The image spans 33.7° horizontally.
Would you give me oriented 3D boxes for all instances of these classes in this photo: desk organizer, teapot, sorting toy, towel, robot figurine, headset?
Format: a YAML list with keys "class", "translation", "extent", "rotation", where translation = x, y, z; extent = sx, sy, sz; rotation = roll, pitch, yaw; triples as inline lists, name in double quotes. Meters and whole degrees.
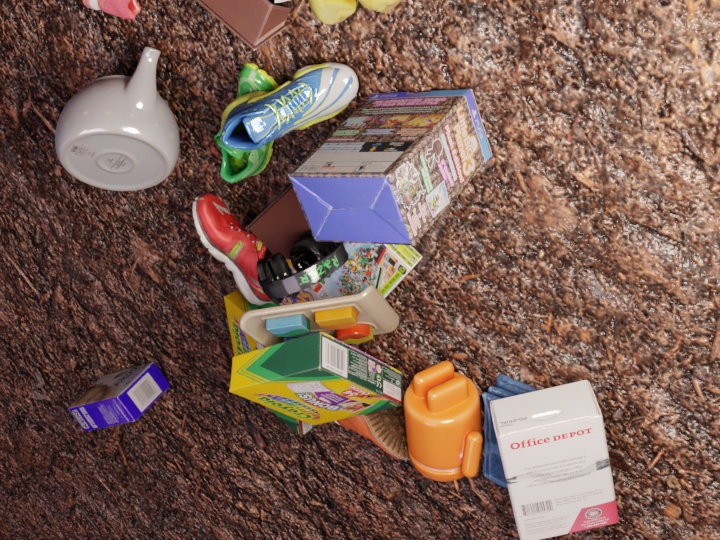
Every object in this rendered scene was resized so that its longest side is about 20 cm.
- class: "desk organizer"
  translation: [-0.177, -0.384, 1.513]
  extent: [0.200, 0.072, 0.077]
  rotation: [41, 139, 5]
- class: "teapot"
  translation: [-0.360, -0.220, 1.777]
  extent: [0.197, 0.148, 0.198]
  rotation: [-8, 151, 12]
- class: "desk organizer"
  translation: [-0.077, -0.093, 1.695]
  extent: [0.077, 0.072, 0.200]
  rotation: [46, 141, -6]
- class: "sorting toy"
  translation: [-0.054, 0.080, 1.703]
  extent: [0.197, 0.037, 0.185]
  rotation: [-13, 160, 11]
- class: "towel"
  translation: [0.232, 0.251, 1.745]
  extent: [0.111, 0.049, 0.202]
  rotation: [20, 135, 26]
- class: "robot figurine"
  translation: [0.124, 0.232, 1.768]
  extent: [0.142, 0.117, 0.202]
  rotation: [11, 132, 21]
- class: "headset"
  translation: [-0.084, 0.007, 1.659]
  extent: [0.095, 0.123, 0.200]
  rotation: [64, 162, -14]

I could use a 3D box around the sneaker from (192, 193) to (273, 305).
- class: "sneaker"
  translation: [-0.172, -0.042, 1.797]
  extent: [0.084, 0.077, 0.201]
  rotation: [-24, 112, 37]

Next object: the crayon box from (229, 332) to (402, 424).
- class: "crayon box"
  translation: [-0.064, 0.164, 1.751]
  extent: [0.171, 0.059, 0.199]
  rotation: [-18, 149, 33]

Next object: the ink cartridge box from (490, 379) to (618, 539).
- class: "ink cartridge box"
  translation: [0.269, 0.265, 1.648]
  extent: [0.143, 0.085, 0.202]
  rotation: [-13, 121, 5]

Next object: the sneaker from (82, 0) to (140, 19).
- class: "sneaker"
  translation: [-0.323, -0.427, 1.632]
  extent: [0.086, 0.074, 0.201]
  rotation: [27, 144, 0]

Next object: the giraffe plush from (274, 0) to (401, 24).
- class: "giraffe plush"
  translation: [-0.030, -0.389, 1.344]
  extent: [0.172, 0.198, 0.164]
  rotation: [-35, 70, 54]

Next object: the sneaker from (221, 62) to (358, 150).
- class: "sneaker"
  translation: [-0.097, -0.201, 1.548]
  extent: [0.198, 0.105, 0.076]
  rotation: [-20, 116, 22]

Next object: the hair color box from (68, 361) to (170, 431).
- class: "hair color box"
  translation: [-0.469, 0.245, 2.304]
  extent: [0.199, 0.109, 0.065]
  rotation: [-19, 111, 47]

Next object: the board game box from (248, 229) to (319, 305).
- class: "board game box"
  translation: [-0.110, 0.021, 1.861]
  extent: [0.200, 0.030, 0.096]
  rotation: [42, 141, -1]

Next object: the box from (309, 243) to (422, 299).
- class: "box"
  translation: [0.000, 0.000, 1.737]
  extent: [0.110, 0.035, 0.200]
  rotation: [43, 141, 2]

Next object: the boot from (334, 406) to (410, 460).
- class: "boot"
  translation: [0.013, 0.236, 1.912]
  extent: [0.200, 0.075, 0.108]
  rotation: [45, 145, 13]

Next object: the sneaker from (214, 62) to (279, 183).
- class: "sneaker"
  translation: [-0.156, -0.197, 1.660]
  extent: [0.074, 0.084, 0.201]
  rotation: [31, 139, 16]

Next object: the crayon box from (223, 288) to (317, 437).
- class: "crayon box"
  translation: [-0.140, 0.145, 1.933]
  extent: [0.172, 0.058, 0.202]
  rotation: [35, 144, 36]

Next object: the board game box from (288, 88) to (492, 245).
- class: "board game box"
  translation: [0.039, -0.129, 1.457]
  extent: [0.158, 0.200, 0.098]
  rotation: [4, 128, 39]
